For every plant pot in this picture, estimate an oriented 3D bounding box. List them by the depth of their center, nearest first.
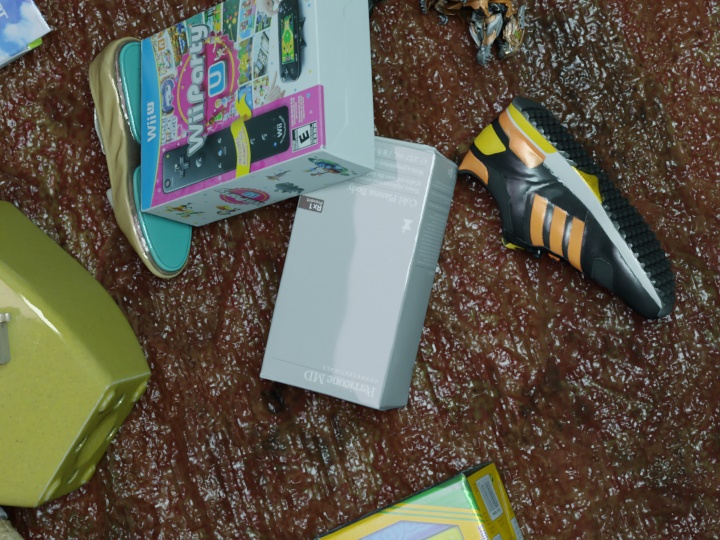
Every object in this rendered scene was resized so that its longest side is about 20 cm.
[{"bbox_3d":[-0.284,0.078,1.257,0.199,0.194,0.197,33,96,8],"label":"plant pot"}]

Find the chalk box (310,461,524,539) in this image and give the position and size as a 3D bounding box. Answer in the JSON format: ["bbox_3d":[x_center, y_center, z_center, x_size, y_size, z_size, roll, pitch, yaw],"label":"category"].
[{"bbox_3d":[0.026,0.243,1.198,0.199,0.124,0.125,-26,82,13],"label":"chalk box"}]

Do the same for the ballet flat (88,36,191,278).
[{"bbox_3d":[-0.184,-0.089,1.305,0.063,0.068,0.202,-15,81,42],"label":"ballet flat"}]

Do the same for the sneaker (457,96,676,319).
[{"bbox_3d":[0.156,-0.032,1.209,0.090,0.070,0.201,-42,78,25],"label":"sneaker"}]

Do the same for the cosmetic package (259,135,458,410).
[{"bbox_3d":[0.000,0.000,1.232,0.106,0.090,0.202,11,87,17],"label":"cosmetic package"}]

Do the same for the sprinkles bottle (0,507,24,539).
[{"bbox_3d":[-0.270,0.277,1.303,0.068,0.068,0.200,-45,79,9],"label":"sprinkles bottle"}]

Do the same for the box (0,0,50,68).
[{"bbox_3d":[-0.365,-0.205,1.338,0.199,0.048,0.123,-29,99,12],"label":"box"}]

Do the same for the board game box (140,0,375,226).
[{"bbox_3d":[-0.083,-0.130,1.216,0.199,0.064,0.149,-16,70,42],"label":"board game box"}]

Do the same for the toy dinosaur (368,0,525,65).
[{"bbox_3d":[0.056,-0.253,1.237,0.135,0.102,0.201,-22,67,-10],"label":"toy dinosaur"}]

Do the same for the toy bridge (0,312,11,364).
[{"bbox_3d":[-0.350,0.043,1.157,0.198,0.027,0.068,-6,92,6],"label":"toy bridge"}]
